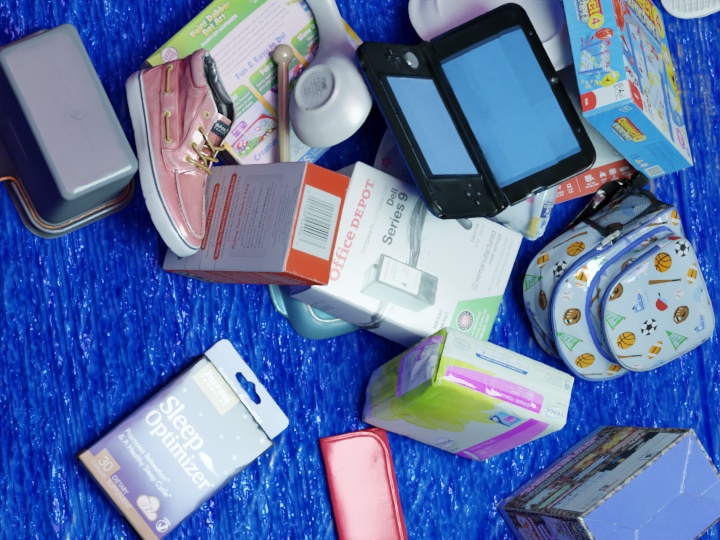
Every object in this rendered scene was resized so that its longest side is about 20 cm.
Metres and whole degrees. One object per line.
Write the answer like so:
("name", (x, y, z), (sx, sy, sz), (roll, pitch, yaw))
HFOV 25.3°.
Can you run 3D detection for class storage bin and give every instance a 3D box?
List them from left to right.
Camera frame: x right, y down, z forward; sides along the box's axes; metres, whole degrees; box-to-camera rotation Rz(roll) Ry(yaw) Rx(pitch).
("storage bin", (-0.304, -0.142, 1.566), (0.145, 0.134, 0.200), (-26, 93, -20))

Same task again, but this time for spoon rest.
("spoon rest", (-0.036, -0.216, 1.638), (0.061, 0.099, 0.201), (28, 48, -54))

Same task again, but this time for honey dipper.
("honey dipper", (-0.081, -0.136, 1.655), (0.038, 0.038, 0.201), (0, 81, -19))

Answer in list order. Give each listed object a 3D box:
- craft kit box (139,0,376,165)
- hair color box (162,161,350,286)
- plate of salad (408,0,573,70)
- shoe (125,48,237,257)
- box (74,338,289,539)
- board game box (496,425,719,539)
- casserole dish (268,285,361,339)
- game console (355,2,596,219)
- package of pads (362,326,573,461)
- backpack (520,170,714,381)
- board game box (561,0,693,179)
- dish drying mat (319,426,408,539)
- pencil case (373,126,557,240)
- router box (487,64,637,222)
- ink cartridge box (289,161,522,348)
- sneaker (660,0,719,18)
("craft kit box", (-0.096, -0.206, 1.694), (0.200, 0.048, 0.198), (-44, 102, -18))
("hair color box", (-0.105, -0.045, 1.588), (0.064, 0.200, 0.111), (20, 78, -41))
("plate of salad", (0.149, -0.267, 1.744), (0.199, 0.048, 0.200), (5, 45, -5))
("shoe", (-0.167, -0.120, 1.584), (0.091, 0.071, 0.201), (-20, 73, 19))
("box", (-0.176, 0.173, 1.635), (0.200, 0.032, 0.121), (-40, 98, -19))
("board game box", (0.267, 0.248, 1.692), (0.159, 0.200, 0.097), (-34, 97, -18))
("casserole dish", (0.000, 0.000, 1.710), (0.199, 0.039, 0.121), (-16, 90, -19))
("game console", (0.116, -0.165, 1.604), (0.171, 0.118, 0.200), (-6, 67, -55))
("package of pads", (0.102, 0.131, 1.646), (0.154, 0.200, 0.068), (21, 66, -16))
("backpack", (0.278, 0.029, 1.739), (0.190, 0.154, 0.200), (-27, 114, -5))
("board game box", (0.285, -0.224, 1.724), (0.200, 0.056, 0.196), (29, 49, -56))
("dish drying mat", (0.011, 0.269, 1.698), (0.077, 0.018, 0.201), (-11, 89, -19))
("pencil case", (0.113, -0.100, 1.697), (0.199, 0.083, 0.091), (18, 120, 11))
("router box", (0.201, -0.162, 1.789), (0.200, 0.049, 0.180), (-18, 91, -20))
("ink cartridge box", (0.046, -0.005, 1.661), (0.200, 0.084, 0.146), (23, 77, -15))
("sneaker", (0.439, -0.363, 1.883), (0.200, 0.079, 0.079), (-35, 91, 6))
